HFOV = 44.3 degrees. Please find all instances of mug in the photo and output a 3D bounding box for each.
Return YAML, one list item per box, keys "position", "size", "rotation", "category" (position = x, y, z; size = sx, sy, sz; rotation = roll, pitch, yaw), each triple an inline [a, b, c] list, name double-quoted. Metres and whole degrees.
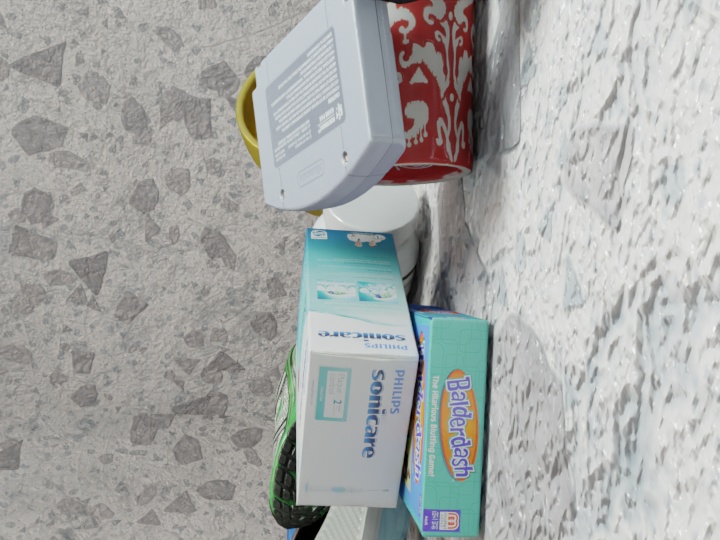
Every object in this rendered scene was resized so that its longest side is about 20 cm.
- position: [0.047, -0.174, 0.712]
  size: [0.133, 0.176, 0.203]
  rotation: [-6, 84, 46]
  category: "mug"

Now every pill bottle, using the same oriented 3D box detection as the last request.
- position: [0.000, 0.000, 0.929]
  size: [0.201, 0.115, 0.117]
  rotation: [99, 171, -45]
  category: "pill bottle"

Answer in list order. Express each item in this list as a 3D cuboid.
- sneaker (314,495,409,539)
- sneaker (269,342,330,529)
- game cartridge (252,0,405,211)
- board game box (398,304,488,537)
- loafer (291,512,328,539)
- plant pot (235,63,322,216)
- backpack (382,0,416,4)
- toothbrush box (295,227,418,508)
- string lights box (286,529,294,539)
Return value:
- position: [0.010, 0.249, 0.814]
  size: [0.074, 0.082, 0.201]
  rotation: [-13, 45, 49]
  category: "sneaker"
- position: [-0.052, 0.158, 0.889]
  size: [0.085, 0.077, 0.202]
  rotation: [-32, 41, 57]
  category: "sneaker"
- position: [-0.028, -0.115, 0.656]
  size: [0.200, 0.040, 0.135]
  rotation: [-16, 77, 63]
  category: "game cartridge"
- position: [0.055, 0.108, 0.710]
  size: [0.200, 0.044, 0.154]
  rotation: [-168, 81, -84]
  category: "board game box"
- position: [-0.011, 0.217, 0.896]
  size: [0.063, 0.071, 0.202]
  rotation: [29, -95, -54]
  category: "loafer"
- position: [-0.057, -0.182, 1.249]
  size: [0.189, 0.198, 0.203]
  rotation: [73, -167, -59]
  category: "plant pot"
- position: [0.042, -0.294, 0.564]
  size: [0.163, 0.152, 0.202]
  rotation: [-52, 51, 43]
  category: "backpack"
- position: [-0.010, 0.075, 0.741]
  size: [0.201, 0.084, 0.148]
  rotation: [-99, 14, -60]
  category: "toothbrush box"
- position: [-0.061, 0.424, 1.359]
  size: [0.200, 0.101, 0.060]
  rotation: [-101, 15, -65]
  category: "string lights box"
